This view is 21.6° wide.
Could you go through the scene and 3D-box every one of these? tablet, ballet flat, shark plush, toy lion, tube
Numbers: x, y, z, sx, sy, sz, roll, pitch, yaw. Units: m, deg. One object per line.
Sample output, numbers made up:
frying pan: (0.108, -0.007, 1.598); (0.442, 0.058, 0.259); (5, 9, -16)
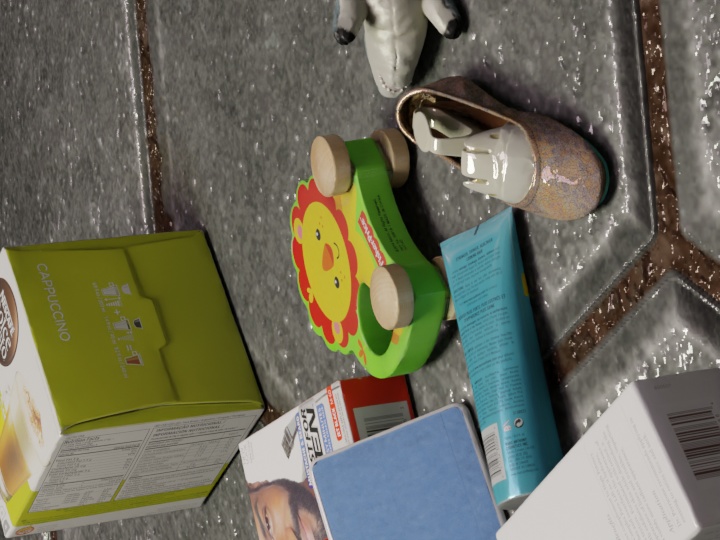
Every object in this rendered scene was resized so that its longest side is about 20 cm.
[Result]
tablet: (0.047, 0.206, 1.355); (0.014, 0.130, 0.200); (44, -155, -64)
ballet flat: (0.086, -0.079, 1.269); (0.200, 0.067, 0.068); (33, 123, 55)
shark plush: (0.011, -0.231, 1.388); (0.083, 0.091, 0.200); (73, -178, -82)
toy lion: (0.000, 0.000, 1.454); (0.192, 0.069, 0.200); (110, 143, -50)
tube: (0.097, 0.061, 1.295); (0.077, 0.050, 0.200); (-26, 67, 41)

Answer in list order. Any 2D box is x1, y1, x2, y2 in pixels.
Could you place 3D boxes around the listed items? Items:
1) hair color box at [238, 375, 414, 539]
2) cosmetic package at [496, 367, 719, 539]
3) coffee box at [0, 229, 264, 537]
hair color box: (-0.023, 0.162, 1.511); (0.200, 0.064, 0.111); (-38, 62, 58)
cosmetic package: (0.167, 0.155, 1.156); (0.200, 0.074, 0.102); (-58, 45, 50)
coffee box: (-0.234, 0.102, 1.742); (0.198, 0.200, 0.200); (-57, 47, 48)
